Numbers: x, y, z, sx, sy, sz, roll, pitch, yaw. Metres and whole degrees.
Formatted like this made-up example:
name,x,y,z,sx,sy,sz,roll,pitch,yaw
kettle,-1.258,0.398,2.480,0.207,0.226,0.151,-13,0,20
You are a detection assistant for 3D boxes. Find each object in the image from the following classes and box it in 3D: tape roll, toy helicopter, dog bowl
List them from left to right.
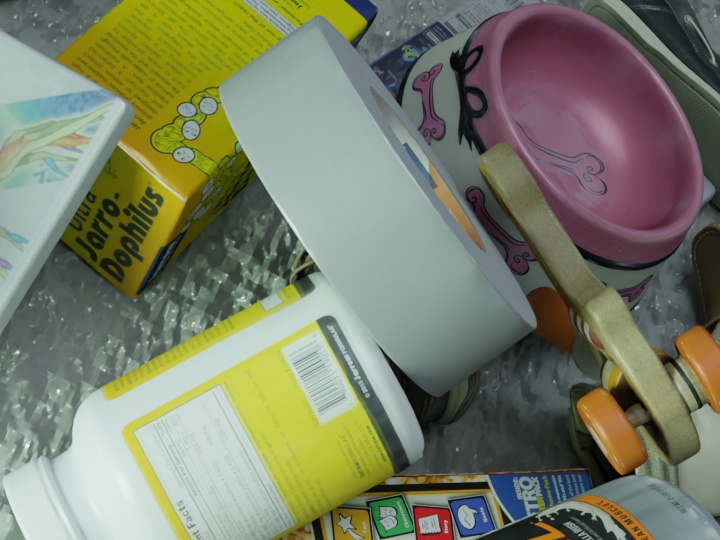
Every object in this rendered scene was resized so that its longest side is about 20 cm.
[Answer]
name,x,y,z,sx,sy,sz,roll,pitch,yaw
tape roll,0.010,-0.034,1.231,0.066,0.200,0.201,-36,73,8
dog bowl,0.121,-0.071,1.400,0.199,0.074,0.201,24,46,-27
toy helicopter,0.126,0.018,1.290,0.079,0.132,0.201,-32,82,-1

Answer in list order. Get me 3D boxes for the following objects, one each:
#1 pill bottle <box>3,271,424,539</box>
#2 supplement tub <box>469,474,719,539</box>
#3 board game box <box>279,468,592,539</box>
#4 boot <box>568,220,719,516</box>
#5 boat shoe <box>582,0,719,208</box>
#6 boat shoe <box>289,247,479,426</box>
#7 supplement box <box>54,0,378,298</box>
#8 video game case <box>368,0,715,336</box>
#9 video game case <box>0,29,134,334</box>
name,x,y,z,sx,sy,sz,roll,pitch,yaw
pill bottle,-0.076,0.093,1.205,0.199,0.112,0.112,-28,71,-3
supplement tub,0.088,0.188,1.186,0.199,0.123,0.123,-19,68,-31
board game box,0.046,0.186,1.275,0.199,0.046,0.152,1,59,-23
boot,0.195,0.060,1.408,0.154,0.072,0.201,-2,64,-23
boat shoe,0.229,-0.111,1.531,0.067,0.072,0.200,-26,71,-30
boat shoe,0.000,0.000,1.358,0.073,0.075,0.201,-12,64,-30
supplement box,-0.098,-0.101,1.357,0.109,0.109,0.200,39,53,4
video game case,0.103,-0.077,1.486,0.200,0.023,0.182,48,53,9
video game case,-0.243,-0.042,1.223,0.182,0.022,0.201,29,82,14
